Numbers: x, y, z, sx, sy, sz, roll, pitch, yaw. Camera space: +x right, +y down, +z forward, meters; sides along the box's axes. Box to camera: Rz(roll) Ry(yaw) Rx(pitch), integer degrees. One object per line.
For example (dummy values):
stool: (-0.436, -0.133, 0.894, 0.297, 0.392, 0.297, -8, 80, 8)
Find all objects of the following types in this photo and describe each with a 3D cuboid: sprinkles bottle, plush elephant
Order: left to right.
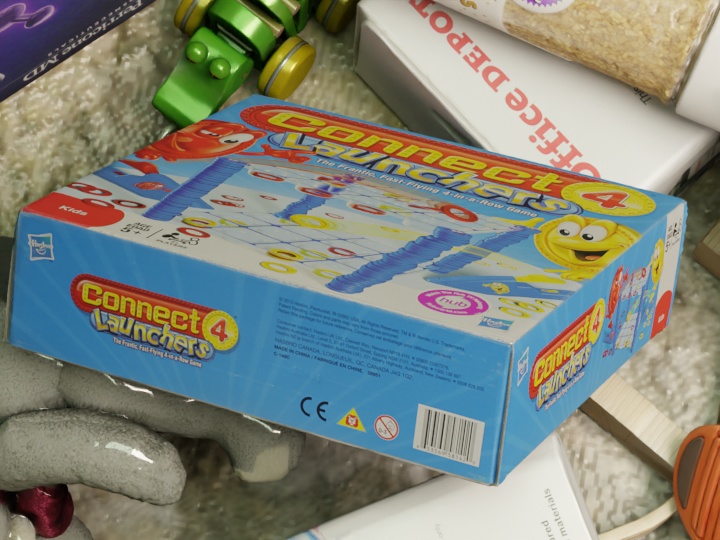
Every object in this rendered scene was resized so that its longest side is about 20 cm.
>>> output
plush elephant: (-0.142, 0.075, 1.100, 0.200, 0.155, 0.165, 7, 26, -33)
sprinkles bottle: (0.075, -0.124, 1.112, 0.200, 0.068, 0.068, 24, 75, 5)

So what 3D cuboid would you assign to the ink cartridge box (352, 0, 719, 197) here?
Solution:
ink cartridge box: (0.114, -0.112, 1.189, 0.200, 0.084, 0.146, -41, 80, -12)

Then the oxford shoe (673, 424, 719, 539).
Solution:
oxford shoe: (0.212, 0.116, 1.097, 0.200, 0.073, 0.072, 30, 115, 37)

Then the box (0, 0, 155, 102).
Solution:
box: (-0.169, -0.146, 1.125, 0.148, 0.200, 0.104, -35, 79, -10)

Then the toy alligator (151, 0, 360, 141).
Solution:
toy alligator: (-0.055, -0.100, 1.193, 0.059, 0.054, 0.200, 37, 76, 8)

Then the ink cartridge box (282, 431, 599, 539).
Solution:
ink cartridge box: (-0.002, 0.141, 1.063, 0.199, 0.145, 0.088, -21, 82, 1)

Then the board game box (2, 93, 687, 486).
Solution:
board game box: (0.000, 0.000, 1.052, 0.199, 0.196, 0.056, 15, 112, 20)

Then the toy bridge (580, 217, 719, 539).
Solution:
toy bridge: (0.121, 0.067, 1.169, 0.067, 0.027, 0.200, 40, 76, 8)
